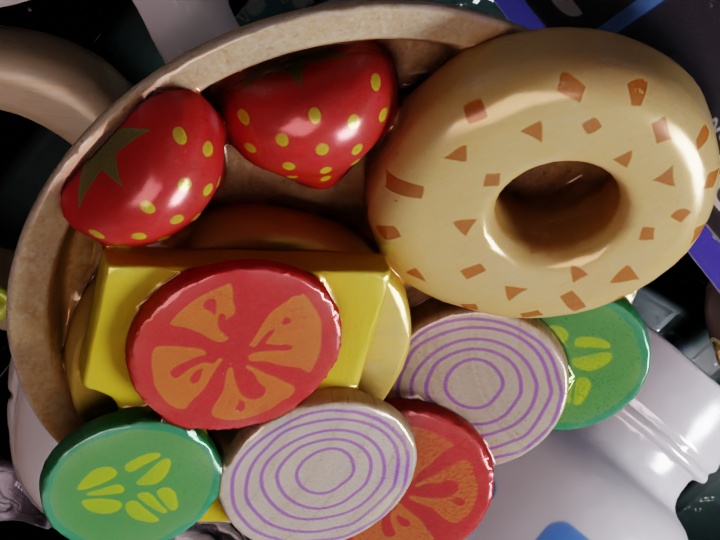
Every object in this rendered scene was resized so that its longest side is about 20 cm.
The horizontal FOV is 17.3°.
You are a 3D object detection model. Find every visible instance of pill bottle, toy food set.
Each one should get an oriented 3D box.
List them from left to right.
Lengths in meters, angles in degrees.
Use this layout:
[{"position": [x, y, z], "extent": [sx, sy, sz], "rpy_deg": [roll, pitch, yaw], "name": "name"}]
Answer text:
[{"position": [-0.002, 0.010, 0.686], "extent": [0.199, 0.049, 0.198], "rpy_deg": [0, 129, -19], "name": "toy food set"}, {"position": [0.045, 0.105, 0.834], "extent": [0.112, 0.112, 0.200], "rpy_deg": [40, 89, -26], "name": "pill bottle"}]

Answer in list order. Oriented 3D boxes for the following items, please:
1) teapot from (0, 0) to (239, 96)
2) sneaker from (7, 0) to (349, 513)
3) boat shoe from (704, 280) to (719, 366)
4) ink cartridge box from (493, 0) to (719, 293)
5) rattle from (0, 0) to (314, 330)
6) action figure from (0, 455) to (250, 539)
[{"position": [-0.133, -0.145, 0.660], "extent": [0.199, 0.146, 0.198], "rpy_deg": [-4, 130, 11], "name": "teapot"}, {"position": [-0.038, 0.004, 0.751], "extent": [0.074, 0.087, 0.200], "rpy_deg": [33, 99, -39], "name": "sneaker"}, {"position": [0.193, 0.057, 0.856], "extent": [0.059, 0.072, 0.200], "rpy_deg": [19, 164, 48], "name": "boat shoe"}, {"position": [0.109, -0.066, 0.675], "extent": [0.198, 0.043, 0.200], "rpy_deg": [51, 148, -3], "name": "ink cartridge box"}, {"position": [-0.097, -0.012, 0.783], "extent": [0.199, 0.143, 0.131], "rpy_deg": [-2, 113, 17], "name": "rattle"}, {"position": [-0.064, 0.079, 0.880], "extent": [0.199, 0.102, 0.119], "rpy_deg": [-10, 109, -36], "name": "action figure"}]
